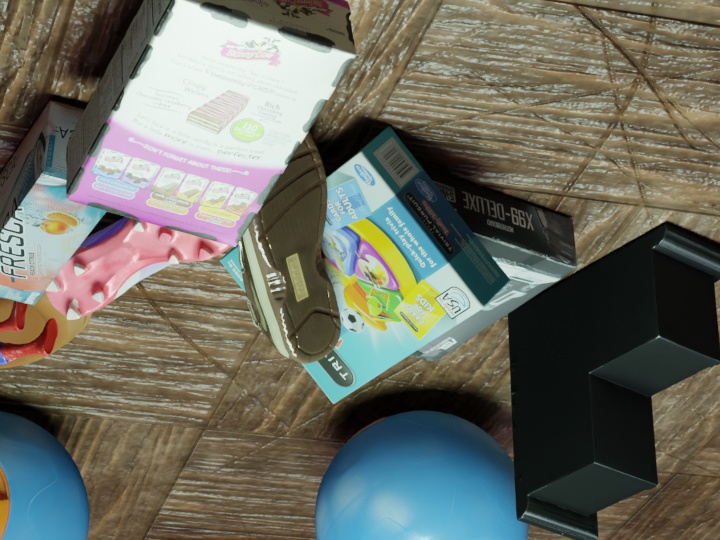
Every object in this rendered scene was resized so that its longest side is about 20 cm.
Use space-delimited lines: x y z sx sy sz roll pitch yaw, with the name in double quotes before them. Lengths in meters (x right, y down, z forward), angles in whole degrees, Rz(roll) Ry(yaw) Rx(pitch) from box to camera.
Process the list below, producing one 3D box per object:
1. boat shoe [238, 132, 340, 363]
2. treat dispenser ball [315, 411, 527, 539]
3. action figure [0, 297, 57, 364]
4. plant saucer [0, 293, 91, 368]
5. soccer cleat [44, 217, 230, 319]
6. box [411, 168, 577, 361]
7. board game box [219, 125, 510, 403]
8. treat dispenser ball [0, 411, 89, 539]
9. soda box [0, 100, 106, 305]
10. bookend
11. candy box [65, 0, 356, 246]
"boat shoe" -0.069 -0.029 1.710 0.074 0.203 0.075 -18 -155 -29
"treat dispenser ball" 0.057 0.233 2.104 0.200 0.202 0.201 -2 152 -1
"action figure" -0.343 0.058 1.857 0.199 0.052 0.065 -13 144 29
"plant saucer" -0.326 0.034 1.902 0.199 0.038 0.200 -1 152 -1
"soccer cleat" -0.166 -0.027 1.787 0.199 0.077 0.067 -29 109 17
"box" 0.056 0.000 1.849 0.157 0.050 0.200 18 145 -31
"board game box" 0.000 0.000 1.758 0.151 0.047 0.200 51 135 -3
"treat dispenser ball" -0.353 0.231 2.087 0.200 0.202 0.201 -2 152 -1
"soda box" -0.245 -0.048 1.718 0.063 0.069 0.200 14 148 -21
"bookend" 0.224 0.097 1.884 0.092 0.200 0.200 21 143 -33
"candy box" -0.107 -0.118 1.557 0.136 0.061 0.200 16 132 -23
